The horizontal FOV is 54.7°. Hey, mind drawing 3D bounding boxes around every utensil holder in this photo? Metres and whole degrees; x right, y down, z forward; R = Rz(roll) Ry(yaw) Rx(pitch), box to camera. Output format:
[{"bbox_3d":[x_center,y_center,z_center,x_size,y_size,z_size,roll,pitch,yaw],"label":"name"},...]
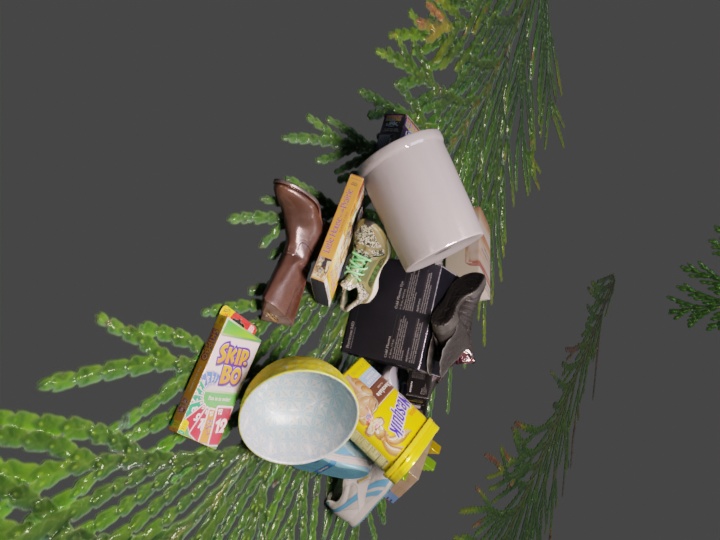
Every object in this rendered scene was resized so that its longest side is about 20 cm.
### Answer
[{"bbox_3d":[0.109,-0.121,1.244,0.169,0.169,0.203,-14,78,-54],"label":"utensil holder"}]

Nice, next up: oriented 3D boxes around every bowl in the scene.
[{"bbox_3d":[-0.106,0.211,1.156,0.108,0.197,0.202,-108,-179,-57],"label":"bowl"}]

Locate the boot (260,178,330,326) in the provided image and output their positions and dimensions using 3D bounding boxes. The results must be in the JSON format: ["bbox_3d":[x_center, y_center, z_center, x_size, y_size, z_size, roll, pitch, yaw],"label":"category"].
[{"bbox_3d":[-0.126,-0.022,1.139,0.187,0.063,0.202,50,59,-51],"label":"boot"}]

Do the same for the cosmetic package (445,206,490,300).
[{"bbox_3d":[0.254,-0.037,1.641,0.104,0.086,0.203,52,37,-50],"label":"cosmetic package"}]

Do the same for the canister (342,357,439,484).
[{"bbox_3d":[0.032,0.273,1.291,0.087,0.200,0.148,-54,170,34],"label":"canister"}]

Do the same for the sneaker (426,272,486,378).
[{"bbox_3d":[0.182,0.100,1.312,0.200,0.059,0.105,-46,132,-35],"label":"sneaker"}]

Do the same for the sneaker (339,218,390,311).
[{"bbox_3d":[0.000,0.000,1.275,0.089,0.076,0.202,-47,154,-46],"label":"sneaker"}]

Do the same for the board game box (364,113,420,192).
[{"bbox_3d":[0.094,-0.199,1.440,0.200,0.056,0.168,37,64,-53],"label":"board game box"}]

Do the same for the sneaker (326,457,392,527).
[{"bbox_3d":[0.012,0.406,1.359,0.201,0.080,0.077,-53,-174,9],"label":"sneaker"}]

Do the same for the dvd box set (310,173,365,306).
[{"bbox_3d":[-0.037,-0.050,1.239,0.147,0.029,0.203,88,22,-70],"label":"dvd box set"}]

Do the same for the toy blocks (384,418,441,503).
[{"bbox_3d":[0.089,0.424,1.518,0.137,0.099,0.200,-53,-179,33],"label":"toy blocks"}]

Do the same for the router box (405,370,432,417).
[{"bbox_3d":[0.131,0.197,1.469,0.150,0.050,0.203,87,14,-61],"label":"router box"}]

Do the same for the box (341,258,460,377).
[{"bbox_3d":[0.081,0.087,1.368,0.104,0.180,0.203,26,76,-56],"label":"box"}]

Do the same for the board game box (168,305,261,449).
[{"bbox_3d":[-0.217,0.163,1.071,0.096,0.030,0.203,45,57,-51],"label":"board game box"}]

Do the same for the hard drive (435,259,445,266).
[{"bbox_3d":[0.202,0.067,1.623,0.132,0.026,0.202,57,31,-43],"label":"hard drive"}]

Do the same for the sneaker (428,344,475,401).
[{"bbox_3d":[0.211,0.224,1.644,0.076,0.114,0.203,105,2,-77],"label":"sneaker"}]

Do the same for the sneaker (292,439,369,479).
[{"bbox_3d":[-0.067,0.306,1.301,0.199,0.079,0.132,28,47,-37],"label":"sneaker"}]

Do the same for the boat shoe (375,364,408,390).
[{"bbox_3d":[0.055,0.225,1.463,0.200,0.065,0.071,-38,111,-75],"label":"boat shoe"}]

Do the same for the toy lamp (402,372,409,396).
[{"bbox_3d":[0.139,0.192,1.594,0.058,0.057,0.203,35,68,-54],"label":"toy lamp"}]
